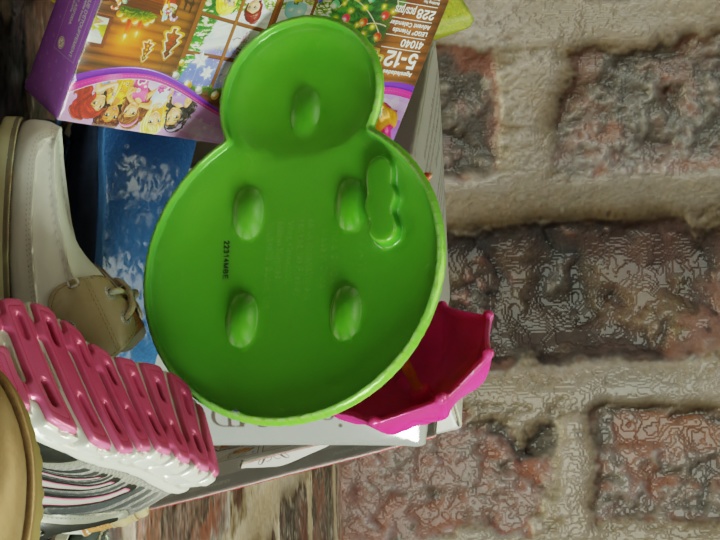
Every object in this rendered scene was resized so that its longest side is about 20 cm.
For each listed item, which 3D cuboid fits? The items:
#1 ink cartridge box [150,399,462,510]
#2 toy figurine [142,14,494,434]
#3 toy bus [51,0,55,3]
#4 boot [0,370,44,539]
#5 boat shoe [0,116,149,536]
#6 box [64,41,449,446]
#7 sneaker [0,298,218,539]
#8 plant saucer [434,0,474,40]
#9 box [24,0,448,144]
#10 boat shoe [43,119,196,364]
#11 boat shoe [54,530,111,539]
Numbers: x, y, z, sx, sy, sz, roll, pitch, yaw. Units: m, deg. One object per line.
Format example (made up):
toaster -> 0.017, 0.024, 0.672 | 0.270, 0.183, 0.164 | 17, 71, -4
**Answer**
ink cartridge box -> -0.037, 0.103, 1.821 | 0.176, 0.200, 0.045 | -82, 155, -64
toy figurine -> 0.000, 0.000, 1.415 | 0.184, 0.150, 0.200 | 39, 49, -63
toy bus -> -0.078, -0.239, 1.448 | 0.136, 0.192, 0.200 | -60, 147, -80
boot -> -0.159, 0.097, 0.981 | 0.200, 0.066, 0.175 | 66, 22, -77
boat shoe -> -0.135, 0.025, 1.355 | 0.075, 0.068, 0.200 | -77, 164, -76
box -> -0.056, -0.018, 1.599 | 0.200, 0.199, 0.171 | -78, 167, -65
sneaker -> -0.139, 0.073, 1.246 | 0.200, 0.087, 0.074 | 29, 32, -62
plant saucer -> -0.057, -0.191, 1.696 | 0.200, 0.048, 0.200 | 54, -31, -14
box -> -0.050, -0.128, 1.392 | 0.039, 0.200, 0.137 | 42, -63, 45
boat shoe -> -0.134, -0.040, 1.431 | 0.084, 0.069, 0.200 | 28, 68, -47
boat shoe -> -0.127, 0.218, 1.431 | 0.073, 0.062, 0.200 | 80, 9, -65
